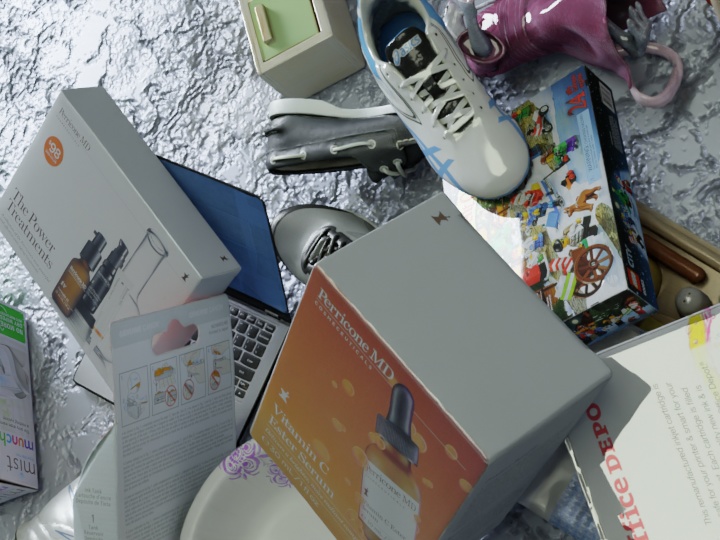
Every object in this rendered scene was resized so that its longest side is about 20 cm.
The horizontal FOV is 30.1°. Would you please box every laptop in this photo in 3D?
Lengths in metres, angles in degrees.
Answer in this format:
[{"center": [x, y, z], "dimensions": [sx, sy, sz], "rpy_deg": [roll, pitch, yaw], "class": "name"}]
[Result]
[{"center": [-0.161, 0.022, 1.090], "dimensions": [0.186, 0.116, 0.201], "rpy_deg": [22, 84, 32], "class": "laptop"}]

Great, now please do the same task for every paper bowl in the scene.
[{"center": [-0.025, 0.218, 0.959], "dimensions": [0.199, 0.104, 0.202], "rpy_deg": [-9, 69, 24], "class": "paper bowl"}]

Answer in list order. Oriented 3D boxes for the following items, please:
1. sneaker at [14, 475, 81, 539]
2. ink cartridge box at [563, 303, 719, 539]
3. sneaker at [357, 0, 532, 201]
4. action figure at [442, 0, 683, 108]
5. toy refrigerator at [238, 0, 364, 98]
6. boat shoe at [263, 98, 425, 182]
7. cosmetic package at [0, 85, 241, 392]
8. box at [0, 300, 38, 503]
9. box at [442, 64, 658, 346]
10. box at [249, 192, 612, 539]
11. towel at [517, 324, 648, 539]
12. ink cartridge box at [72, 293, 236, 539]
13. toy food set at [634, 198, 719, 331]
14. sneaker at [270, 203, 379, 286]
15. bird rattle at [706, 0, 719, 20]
[{"center": [-0.195, 0.237, 1.064], "dimensions": [0.200, 0.074, 0.087], "rpy_deg": [36, 87, 31], "class": "sneaker"}, {"center": [0.233, 0.096, 0.806], "dimensions": [0.199, 0.086, 0.149], "rpy_deg": [-23, 74, 19], "class": "ink cartridge box"}, {"center": [0.054, -0.130, 0.970], "dimensions": [0.072, 0.072, 0.201], "rpy_deg": [-39, 61, 12], "class": "sneaker"}, {"center": [0.139, -0.192, 1.033], "dimensions": [0.199, 0.149, 0.134], "rpy_deg": [-16, 32, 41], "class": "action figure"}, {"center": [-0.066, -0.255, 1.159], "dimensions": [0.076, 0.070, 0.201], "rpy_deg": [-24, 64, 18], "class": "toy refrigerator"}, {"center": [0.014, -0.099, 1.067], "dimensions": [0.199, 0.075, 0.061], "rpy_deg": [4, 84, 31], "class": "boat shoe"}, {"center": [-0.201, -0.024, 1.073], "dimensions": [0.200, 0.052, 0.151], "rpy_deg": [51, 123, 17], "class": "cosmetic package"}, {"center": [-0.396, 0.134, 1.190], "dimensions": [0.199, 0.097, 0.178], "rpy_deg": [-20, 63, 20], "class": "box"}, {"center": [0.125, -0.030, 0.934], "dimensions": [0.136, 0.038, 0.201], "rpy_deg": [-31, 44, 31], "class": "box"}, {"center": [0.033, 0.082, 0.816], "dimensions": [0.106, 0.200, 0.152], "rpy_deg": [-30, 67, -32], "class": "box"}, {"center": [0.192, 0.122, 0.877], "dimensions": [0.199, 0.024, 0.148], "rpy_deg": [29, 91, 25], "class": "towel"}, {"center": [-0.151, 0.126, 0.986], "dimensions": [0.050, 0.162, 0.202], "rpy_deg": [-1, 96, 26], "class": "ink cartridge box"}, {"center": [0.186, 0.024, 0.937], "dimensions": [0.200, 0.060, 0.144], "rpy_deg": [36, 92, 32], "class": "toy food set"}, {"center": [0.000, 0.000, 1.034], "dimensions": [0.200, 0.079, 0.074], "rpy_deg": [33, 92, 33], "class": "sneaker"}, {"center": [0.261, -0.234, 0.918], "dimensions": [0.112, 0.200, 0.164], "rpy_deg": [-15, 91, 23], "class": "bird rattle"}]
